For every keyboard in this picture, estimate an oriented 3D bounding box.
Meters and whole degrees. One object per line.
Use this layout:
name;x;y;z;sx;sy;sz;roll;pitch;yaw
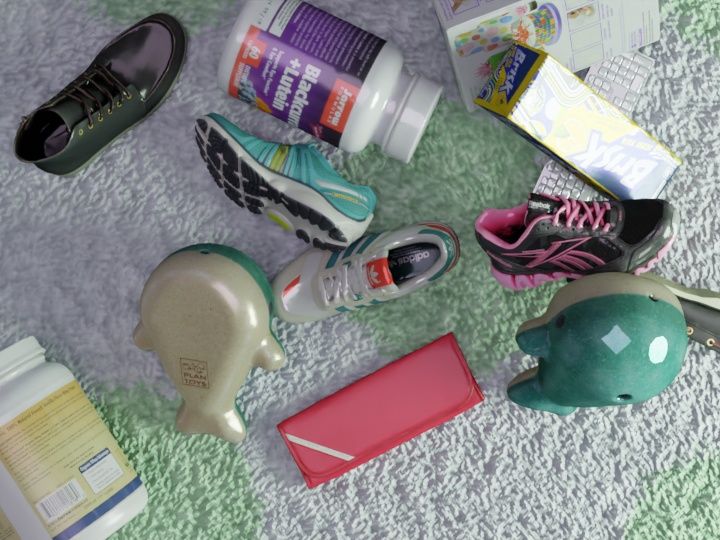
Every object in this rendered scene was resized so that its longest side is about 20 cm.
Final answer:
keyboard;0.221;-0.125;1.363;0.056;0.011;0.202;25;94;2

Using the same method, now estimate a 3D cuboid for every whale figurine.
whale figurine;0.214;0.089;1.278;0.158;0.200;0.105;14;51;-23
whale figurine;-0.143;0.068;1.364;0.157;0.104;0.202;6;116;16

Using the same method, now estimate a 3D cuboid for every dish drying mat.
dish drying mat;0.020;0.141;1.385;0.199;0.018;0.077;-28;90;5

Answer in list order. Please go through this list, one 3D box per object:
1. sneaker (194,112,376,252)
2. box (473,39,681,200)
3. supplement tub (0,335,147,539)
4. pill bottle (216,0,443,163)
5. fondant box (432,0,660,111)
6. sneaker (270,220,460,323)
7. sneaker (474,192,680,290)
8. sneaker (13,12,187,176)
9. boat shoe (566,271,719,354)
sneaker;-0.075;-0.093;1.361;0.199;0.078;0.080;33;58;9
box;0.204;-0.128;1.288;0.199;0.064;0.070;31;95;-33
supplement tub;-0.313;0.179;1.344;0.144;0.144;0.201;-33;91;5
pill bottle;-0.027;-0.181;1.325;0.198;0.111;0.112;25;94;2
fondant box;0.173;-0.238;1.290;0.198;0.144;0.059;-21;63;4
sneaker;0.001;0.000;1.341;0.198;0.093;0.071;-17;92;4
sneaker;0.193;-0.038;1.289;0.198;0.095;0.080;-11;48;31
sneaker;-0.246;-0.168;1.341;0.075;0.106;0.200;42;95;1
boat shoe;0.288;0.036;1.334;0.199;0.074;0.064;19;101;7
